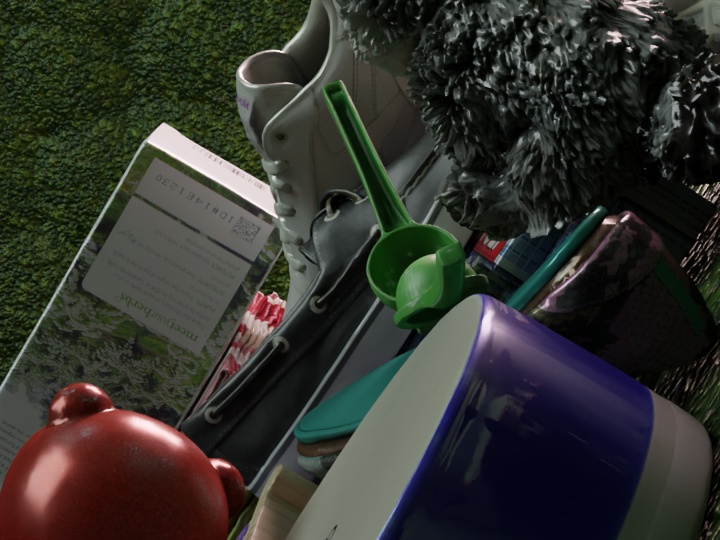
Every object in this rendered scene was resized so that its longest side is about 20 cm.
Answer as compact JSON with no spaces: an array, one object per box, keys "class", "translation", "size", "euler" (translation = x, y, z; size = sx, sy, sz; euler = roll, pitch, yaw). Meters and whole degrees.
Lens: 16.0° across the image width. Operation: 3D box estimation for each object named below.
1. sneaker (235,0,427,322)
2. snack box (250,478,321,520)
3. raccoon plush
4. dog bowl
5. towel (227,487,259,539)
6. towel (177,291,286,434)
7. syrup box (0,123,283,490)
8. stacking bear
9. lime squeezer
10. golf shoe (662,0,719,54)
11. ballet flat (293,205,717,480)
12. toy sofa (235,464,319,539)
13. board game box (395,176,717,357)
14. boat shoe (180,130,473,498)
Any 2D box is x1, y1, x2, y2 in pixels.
[{"class":"sneaker","translation":[-0.016,-0.044,1.086],"size":[0.075,0.100,0.200],"euler":[-120,43,-62]},{"class":"snack box","translation":[-0.033,0.119,1.086],"size":[0.072,0.024,0.200],"euler":[-58,12,30]},{"class":"raccoon plush","translation":[0.071,-0.097,0.876],"size":[0.200,0.134,0.097],"euler":[-17,24,46]},{"class":"dog bowl","translation":[0.016,0.109,0.749],"size":[0.200,0.079,0.200],"euler":[-57,5,7]},{"class":"towel","translation":[-0.056,0.090,1.151],"size":[0.086,0.018,0.200],"euler":[-57,6,-5]},{"class":"towel","translation":[-0.082,0.088,1.195],"size":[0.144,0.023,0.200],"euler":[-58,4,11]},{"class":"syrup box","translation":[-0.111,0.040,1.172],"size":[0.200,0.079,0.081],"euler":[-59,4,8]},{"class":"stacking bear","translation":[-0.107,0.137,0.823],"size":[0.200,0.121,0.114],"euler":[-66,12,-19]},{"class":"lime squeezer","translation":[0.023,-0.010,0.922],"size":[0.200,0.038,0.071],"euler":[-119,25,-68]},{"class":"golf shoe","translation":[0.135,-0.114,0.915],"size":[0.075,0.092,0.200],"euler":[-58,5,-22]},{"class":"ballet flat","translation":[0.047,0.046,0.862],"size":[0.069,0.071,0.200],"euler":[-44,4,-40]},{"class":"toy sofa","translation":[-0.044,0.168,0.953],"size":[0.200,0.083,0.098],"euler":[-58,5,28]},{"class":"board game box","translation":[0.073,-0.002,1.009],"size":[0.200,0.062,0.200],"euler":[-59,4,1]},{"class":"boat shoe","translation":[0.000,0.000,1.024],"size":[0.200,0.057,0.069],"euler":[-58,4,-1]}]
